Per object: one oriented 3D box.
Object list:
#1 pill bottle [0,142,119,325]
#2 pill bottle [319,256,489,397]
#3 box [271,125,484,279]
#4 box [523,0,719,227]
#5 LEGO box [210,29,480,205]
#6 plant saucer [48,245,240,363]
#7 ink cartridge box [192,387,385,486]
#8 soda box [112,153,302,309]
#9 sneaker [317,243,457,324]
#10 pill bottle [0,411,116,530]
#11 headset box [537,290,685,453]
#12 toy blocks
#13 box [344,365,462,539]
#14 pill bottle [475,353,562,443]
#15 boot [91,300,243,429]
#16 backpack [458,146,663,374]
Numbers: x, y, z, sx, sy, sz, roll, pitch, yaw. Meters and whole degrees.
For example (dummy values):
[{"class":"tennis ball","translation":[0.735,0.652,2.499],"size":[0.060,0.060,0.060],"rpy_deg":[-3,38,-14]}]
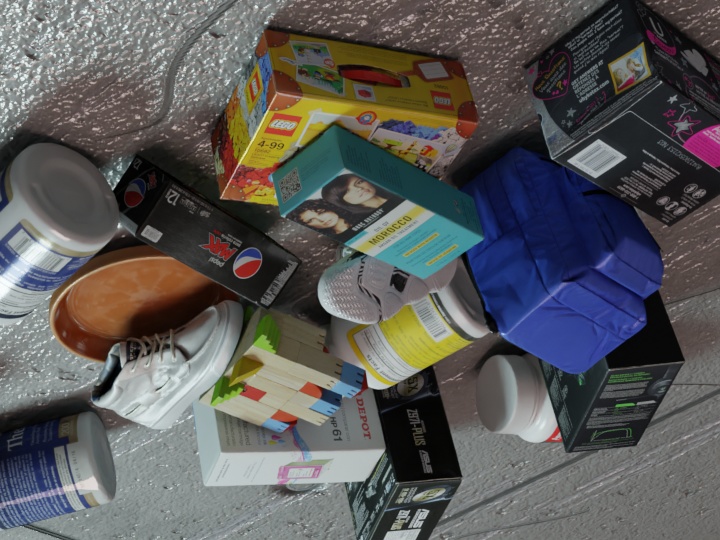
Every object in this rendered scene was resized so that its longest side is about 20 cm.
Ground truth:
[{"class":"pill bottle","translation":[-0.322,-0.019,1.306],"size":[0.111,0.111,0.200],"rpy_deg":[21,133,-41]},{"class":"pill bottle","translation":[0.037,0.062,1.554],"size":[0.199,0.112,0.111],"rpy_deg":[-30,143,24]},{"class":"box","translation":[0.019,-0.058,1.288],"size":[0.082,0.049,0.200],"rpy_deg":[-35,143,29]},{"class":"box","translation":[0.269,-0.146,1.333],"size":[0.132,0.115,0.200],"rpy_deg":[-35,140,31]},{"class":"LEGO box","translation":[-0.017,-0.128,1.288],"size":[0.199,0.077,0.149],"rpy_deg":[5,143,-26]},{"class":"plant saucer","translation":[-0.227,0.034,1.489],"size":[0.199,0.032,0.201],"rpy_deg":[-10,147,-7]},{"class":"ink cartridge box","translation":[-0.084,0.164,1.627],"size":[0.199,0.145,0.085],"rpy_deg":[2,144,-22]},{"class":"soda box","translation":[-0.150,-0.034,1.367],"size":[0.200,0.071,0.063],"rpy_deg":[33,91,-47]},{"class":"sneaker","translation":[0.000,0.000,1.418],"size":[0.114,0.076,0.200],"rpy_deg":[9,-162,37]},{"class":"pill bottle","translation":[-0.395,0.241,1.657],"size":[0.199,0.111,0.111],"rpy_deg":[-14,146,0]},{"class":"headset box","translation":[0.276,0.082,1.613],"size":[0.092,0.175,0.200],"rpy_deg":[-5,144,-12]},{"class":"toy blocks","translation":[-0.078,0.114,1.501],"size":[0.136,0.100,0.200],"rpy_deg":[23,144,-17]},{"class":"box","translation":[0.045,0.238,1.766],"size":[0.086,0.164,0.200],"rpy_deg":[-2,144,-17]},{"class":"pill bottle","translation":[0.253,0.160,1.771],"size":[0.199,0.114,0.114],"rpy_deg":[5,142,-27]},{"class":"boot","translation":[-0.208,0.094,1.494],"size":[0.095,0.074,0.200],"rpy_deg":[20,127,-29]},{"class":"backpack","translation":[0.194,-0.025,1.408],"size":[0.168,0.200,0.162],"rpy_deg":[-38,138,17]}]
